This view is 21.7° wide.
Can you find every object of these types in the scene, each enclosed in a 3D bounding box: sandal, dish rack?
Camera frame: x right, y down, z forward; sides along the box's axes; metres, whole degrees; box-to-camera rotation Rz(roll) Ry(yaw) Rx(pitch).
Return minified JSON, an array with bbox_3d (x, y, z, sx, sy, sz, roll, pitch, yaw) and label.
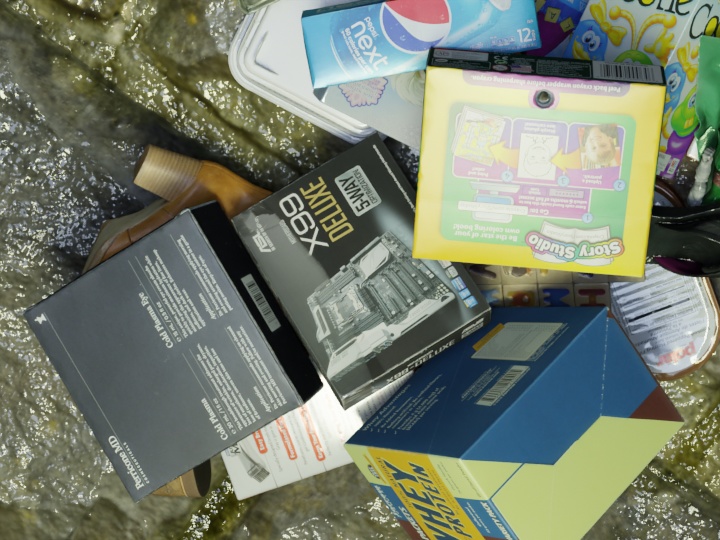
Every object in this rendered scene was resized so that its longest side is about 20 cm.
[{"bbox_3d":[0.290,-0.021,1.649,0.199,0.048,0.076,1,126,12],"label":"sandal"},{"bbox_3d":[-0.015,-0.229,1.720,0.171,0.044,0.201,27,100,0],"label":"dish rack"}]

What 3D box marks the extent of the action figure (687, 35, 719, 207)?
[{"bbox_3d":[0.332,-0.101,1.641,0.117,0.055,0.201,12,124,5],"label":"action figure"}]

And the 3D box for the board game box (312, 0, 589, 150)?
[{"bbox_3d":[0.090,-0.201,1.689,0.199,0.041,0.200,24,102,-18],"label":"board game box"}]

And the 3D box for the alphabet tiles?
[{"bbox_3d":[0.157,-0.033,1.709,0.199,0.006,0.167,-1,116,14],"label":"alphabet tiles"}]

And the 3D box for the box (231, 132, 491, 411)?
[{"bbox_3d":[0.000,0.000,1.689,0.157,0.050,0.201,-30,73,-6],"label":"box"}]

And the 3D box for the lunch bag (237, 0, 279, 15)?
[{"bbox_3d":[-0.047,-0.344,1.632,0.199,0.118,0.165,-22,61,8],"label":"lunch bag"}]

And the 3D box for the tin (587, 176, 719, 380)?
[{"bbox_3d":[0.265,0.006,1.743,0.111,0.042,0.201,-20,98,12],"label":"tin"}]

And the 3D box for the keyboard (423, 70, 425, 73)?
[{"bbox_3d":[0.118,-0.108,1.664,0.104,0.040,0.201,-26,87,2],"label":"keyboard"}]

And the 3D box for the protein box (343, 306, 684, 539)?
[{"bbox_3d":[0.132,0.143,1.648,0.198,0.200,0.135,-43,108,-23],"label":"protein box"}]

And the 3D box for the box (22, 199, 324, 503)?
[{"bbox_3d":[-0.164,0.070,1.672,0.181,0.104,0.201,-30,91,11],"label":"box"}]

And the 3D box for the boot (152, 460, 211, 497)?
[{"bbox_3d":[-0.197,0.124,1.783,0.075,0.074,0.201,-3,107,15],"label":"boot"}]

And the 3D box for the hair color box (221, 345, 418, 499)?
[{"bbox_3d":[-0.039,0.127,1.768,0.199,0.064,0.112,-19,100,6],"label":"hair color box"}]

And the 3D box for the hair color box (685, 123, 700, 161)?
[{"bbox_3d":[0.384,-0.173,1.687,0.110,0.064,0.201,26,103,0],"label":"hair color box"}]

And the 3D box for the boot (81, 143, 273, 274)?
[{"bbox_3d":[-0.173,-0.014,1.761,0.143,0.071,0.202,26,115,-15],"label":"boot"}]

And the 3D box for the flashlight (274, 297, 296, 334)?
[{"bbox_3d":[-0.077,0.032,1.762,0.199,0.068,0.068,-16,136,10],"label":"flashlight"}]

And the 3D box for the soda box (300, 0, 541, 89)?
[{"bbox_3d":[0.051,-0.207,1.610,0.199,0.068,0.065,-11,102,2],"label":"soda box"}]

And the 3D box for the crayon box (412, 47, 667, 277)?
[{"bbox_3d":[0.149,-0.090,1.583,0.198,0.058,0.174,5,115,4],"label":"crayon box"}]

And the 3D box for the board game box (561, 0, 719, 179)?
[{"bbox_3d":[0.259,-0.198,1.653,0.103,0.105,0.201,33,104,35],"label":"board game box"}]
